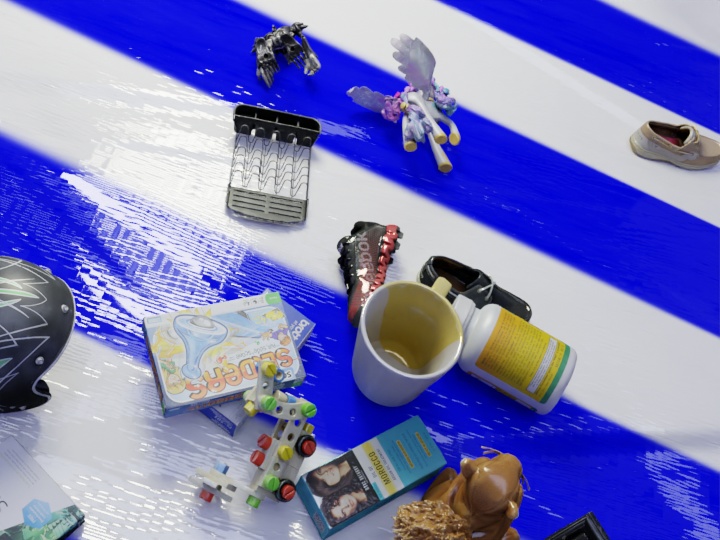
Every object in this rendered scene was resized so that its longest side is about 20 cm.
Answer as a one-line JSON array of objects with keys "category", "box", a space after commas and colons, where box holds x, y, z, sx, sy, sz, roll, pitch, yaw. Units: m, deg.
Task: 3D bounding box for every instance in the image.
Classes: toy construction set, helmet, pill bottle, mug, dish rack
[{"category": "toy construction set", "box": [-0.130, 0.226, 1.128, 0.130, 0.092, 0.202, 35, 86, -29]}, {"category": "helmet", "box": [-0.459, 0.076, 1.092, 0.196, 0.192, 0.203, 7, 57, -11]}, {"category": "pill bottle", "box": [0.216, 0.122, 1.313, 0.198, 0.113, 0.114, 29, 55, 3]}, {"category": "mug", "box": [0.069, 0.114, 1.249, 0.184, 0.154, 0.151, -16, 64, -25]}, {"category": "dish rack", "box": [-0.146, -0.171, 1.427, 0.150, 0.055, 0.203, 9, 57, -10]}]

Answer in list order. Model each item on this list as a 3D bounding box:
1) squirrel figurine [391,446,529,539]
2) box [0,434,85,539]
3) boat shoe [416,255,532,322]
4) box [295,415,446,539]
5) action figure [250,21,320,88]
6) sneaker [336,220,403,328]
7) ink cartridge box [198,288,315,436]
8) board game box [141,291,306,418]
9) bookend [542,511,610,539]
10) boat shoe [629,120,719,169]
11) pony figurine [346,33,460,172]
[{"category": "squirrel figurine", "box": [0.135, 0.321, 1.116, 0.198, 0.188, 0.142, -31, 71, -30]}, {"category": "box", "box": [-0.454, 0.316, 1.038, 0.144, 0.037, 0.200, 41, 57, 11]}, {"category": "boat shoe", "box": [0.188, 0.036, 1.388, 0.197, 0.068, 0.073, 25, 53, -2]}, {"category": "box", "box": [0.015, 0.281, 1.191, 0.197, 0.049, 0.083, -22, 67, -27]}, {"category": "action figure", "box": [-0.138, -0.381, 1.534, 0.117, 0.104, 0.201, -18, 19, 4]}, {"category": "sneaker", "box": [0.000, 0.000, 1.351, 0.096, 0.071, 0.203, 20, 53, -3]}, {"category": "ink cartridge box", "box": [-0.158, 0.128, 1.239, 0.093, 0.044, 0.201, 35, 55, 5]}, {"category": "board game box", "box": [-0.187, 0.112, 1.189, 0.197, 0.035, 0.137, -11, 65, -24]}, {"category": "bookend", "box": [0.199, 0.411, 1.071, 0.198, 0.200, 0.093, -23, 69, -27]}, {"category": "boat shoe", "box": [0.629, -0.251, 1.696, 0.196, 0.070, 0.075, 5, 57, -13]}, {"category": "pony figurine", "box": [0.095, -0.293, 1.535, 0.191, 0.166, 0.203, 22, 43, -42]}]
